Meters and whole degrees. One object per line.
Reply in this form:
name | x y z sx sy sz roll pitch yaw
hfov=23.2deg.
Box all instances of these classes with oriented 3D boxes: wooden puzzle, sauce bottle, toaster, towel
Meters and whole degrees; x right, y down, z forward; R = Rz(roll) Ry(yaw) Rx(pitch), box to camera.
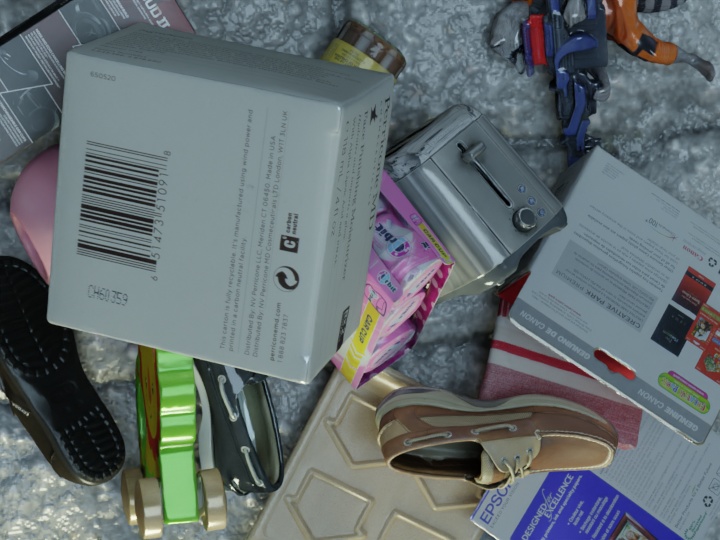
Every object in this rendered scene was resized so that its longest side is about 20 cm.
wooden puzzle | 0.020 0.190 1.499 0.185 0.046 0.200 28 94 -15
sauce bottle | -0.040 -0.107 1.434 0.065 0.065 0.200 34 91 -15
toaster | 0.064 -0.046 1.416 0.114 0.200 0.129 -39 95 -28
towel | 0.185 0.041 1.497 0.144 0.023 0.201 18 73 -12

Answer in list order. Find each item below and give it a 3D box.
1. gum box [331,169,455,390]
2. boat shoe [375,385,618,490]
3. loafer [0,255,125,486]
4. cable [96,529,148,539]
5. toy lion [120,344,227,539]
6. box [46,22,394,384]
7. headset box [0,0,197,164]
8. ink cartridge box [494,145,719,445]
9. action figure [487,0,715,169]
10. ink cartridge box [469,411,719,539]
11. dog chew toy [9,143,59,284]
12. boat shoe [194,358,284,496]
gum box | 0.000 0.000 1.368 0.066 0.200 0.114 -34 76 -21
boat shoe | 0.110 0.146 1.428 0.199 0.072 0.076 3 134 1
loafer | -0.262 0.086 1.401 0.073 0.071 0.200 -22 86 -41
cable | -0.175 0.311 1.481 0.097 0.050 0.201 -24 115 -27
toy lion | -0.153 0.106 1.369 0.068 0.200 0.192 -5 87 -13
box | -0.097 -0.051 1.218 0.199 0.131 0.200 12 109 13
headset box | -0.218 -0.167 1.338 0.200 0.149 0.077 -33 105 -8
ink cartridge box | 0.223 0.029 1.454 0.200 0.084 0.176 34 69 -5
action figure | 0.200 -0.192 1.482 0.193 0.105 0.201 -4 126 -6
ink cartridge box | 0.212 0.187 1.523 0.200 0.043 0.198 37 75 -13
dog chew toy | -0.172 -0.064 1.381 0.200 0.124 0.125 -29 103 -16
boat shoe | -0.100 0.087 1.433 0.060 0.076 0.201 0 111 26
